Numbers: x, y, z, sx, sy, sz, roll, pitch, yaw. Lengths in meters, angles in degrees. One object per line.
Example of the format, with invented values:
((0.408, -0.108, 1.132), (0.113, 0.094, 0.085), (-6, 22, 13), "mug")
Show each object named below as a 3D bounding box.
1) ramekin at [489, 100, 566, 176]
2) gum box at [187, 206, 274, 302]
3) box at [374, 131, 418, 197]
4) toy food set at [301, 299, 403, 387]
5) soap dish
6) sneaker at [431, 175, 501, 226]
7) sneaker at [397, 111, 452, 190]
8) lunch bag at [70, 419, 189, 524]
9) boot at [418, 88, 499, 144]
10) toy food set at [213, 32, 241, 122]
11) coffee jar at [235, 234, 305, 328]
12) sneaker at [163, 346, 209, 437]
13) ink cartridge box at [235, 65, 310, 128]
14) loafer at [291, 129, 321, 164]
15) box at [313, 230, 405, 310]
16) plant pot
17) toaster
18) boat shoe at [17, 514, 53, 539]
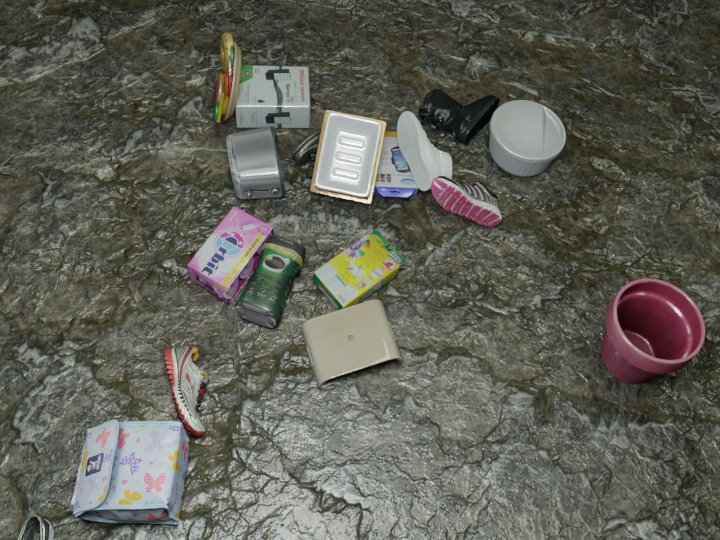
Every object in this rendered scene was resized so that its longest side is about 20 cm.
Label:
((0.426, -0.336, 1.945), (0.196, 0.095, 0.207), (2, 58, -4), "ramekin")
((-0.295, -0.034, 1.703), (0.112, 0.067, 0.202), (26, 60, 12), "gum box")
((0.084, -0.262, 1.899), (0.116, 0.042, 0.205), (2, 61, -5), "box")
((-0.020, 0.160, 1.628), (0.195, 0.061, 0.146), (-17, 62, -6), "toy food set")
((-0.029, -0.275, 1.830), (0.153, 0.081, 0.206), (11, 87, 2), "soap dish")
((0.262, -0.185, 1.840), (0.196, 0.074, 0.089), (25, 48, -11), "sneaker")
((0.165, -0.301, 1.882), (0.114, 0.073, 0.205), (-13, 83, -46), "sneaker")
((-0.435, 0.379, 1.408), (0.194, 0.128, 0.173), (1, 56, 3), "lunch bag")
((0.261, -0.434, 2.004), (0.161, 0.074, 0.198), (35, 62, 18), "boot")
((-0.338, -0.480, 1.891), (0.047, 0.203, 0.201), (6, 40, -18), "toy food set")
((-0.196, 0.020, 1.670), (0.102, 0.086, 0.203), (18, 60, 7), "coffee jar")
((-0.345, 0.240, 1.527), (0.080, 0.078, 0.204), (-13, 61, -15), "sneaker")
((-0.228, -0.454, 1.954), (0.194, 0.084, 0.150), (-1, 59, -8), "ink cartridge box")
((-0.083, -0.321, 1.900), (0.198, 0.072, 0.063), (-36, 74, -26), "loafer")
((0.000, 0.000, 1.727), (0.198, 0.049, 0.118), (-35, 68, -21), "box")
((0.612, 0.148, 1.622), (0.194, 0.181, 0.205), (2, 58, -4), "plant pot")
((-0.255, -0.265, 1.821), (0.126, 0.114, 0.204), (-9, 62, -8), "toaster")
((-0.597, 0.540, 1.326), (0.069, 0.064, 0.205), (1, 59, -5), "boat shoe")
